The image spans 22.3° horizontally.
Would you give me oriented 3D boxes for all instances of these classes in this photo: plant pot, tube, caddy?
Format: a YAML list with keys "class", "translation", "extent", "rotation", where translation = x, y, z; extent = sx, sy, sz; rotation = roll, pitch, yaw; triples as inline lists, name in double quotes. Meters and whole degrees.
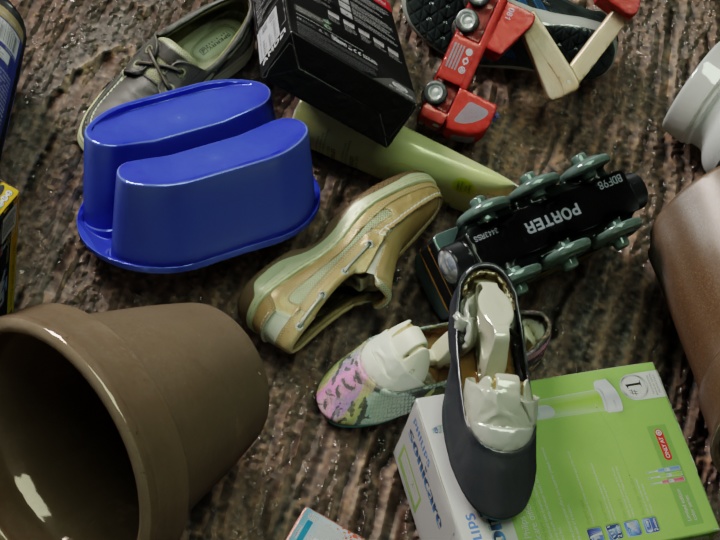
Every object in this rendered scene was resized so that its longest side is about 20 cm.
- class: "plant pot"
  translation: [0.330, 0.029, 1.433]
  extent: [0.198, 0.201, 0.200]
  rotation: [-7, 52, -18]
- class: "plant pot"
  translation: [-0.161, 0.102, 1.273]
  extent: [0.200, 0.201, 0.174]
  rotation: [45, 40, 16]
- class: "tube"
  translation: [0.038, -0.092, 1.508]
  extent: [0.198, 0.052, 0.058]
  rotation: [25, 19, 7]
- class: "caddy"
  translation: [-0.127, -0.066, 1.428]
  extent: [0.198, 0.106, 0.141]
  rotation: [-17, 39, -24]

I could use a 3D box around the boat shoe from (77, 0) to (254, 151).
- class: "boat shoe"
  translation: [-0.158, -0.166, 1.506]
  extent: [0.072, 0.066, 0.201]
  rotation: [37, 55, 14]

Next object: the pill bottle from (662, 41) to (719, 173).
- class: "pill bottle"
  translation: [0.366, -0.103, 1.569]
  extent: [0.199, 0.117, 0.116]
  rotation: [37, 56, 12]

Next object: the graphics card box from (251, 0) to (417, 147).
- class: "graphics card box"
  translation: [-0.025, -0.191, 1.498]
  extent: [0.125, 0.051, 0.201]
  rotation: [28, 24, -23]

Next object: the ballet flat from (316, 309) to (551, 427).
- class: "ballet flat"
  translation: [0.060, 0.064, 1.406]
  extent: [0.198, 0.071, 0.070]
  rotation: [-14, 62, -22]

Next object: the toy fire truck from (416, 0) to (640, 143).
- class: "toy fire truck"
  translation: [0.146, -0.191, 1.556]
  extent: [0.140, 0.049, 0.202]
  rotation: [24, 90, -1]

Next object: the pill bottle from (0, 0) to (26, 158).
- class: "pill bottle"
  translation: [-0.326, -0.120, 1.405]
  extent: [0.110, 0.112, 0.202]
  rotation: [10, 55, -7]

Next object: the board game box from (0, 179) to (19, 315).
- class: "board game box"
  translation: [-0.325, -0.020, 1.285]
  extent: [0.164, 0.201, 0.057]
  rotation: [27, 56, 6]

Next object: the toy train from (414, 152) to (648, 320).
- class: "toy train"
  translation: [0.136, -0.026, 1.459]
  extent: [0.198, 0.114, 0.086]
  rotation: [-23, 81, -27]

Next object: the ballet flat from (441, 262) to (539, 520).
- class: "ballet flat"
  translation: [0.094, 0.078, 1.307]
  extent: [0.072, 0.073, 0.202]
  rotation: [6, 53, -10]

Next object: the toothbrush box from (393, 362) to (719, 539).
- class: "toothbrush box"
  translation: [0.142, 0.162, 1.353]
  extent: [0.198, 0.086, 0.147]
  rotation: [-7, 58, -20]

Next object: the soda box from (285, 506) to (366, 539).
- class: "soda box"
  translation: [-0.061, 0.264, 1.244]
  extent: [0.063, 0.069, 0.201]
  rotation: [28, 54, 6]

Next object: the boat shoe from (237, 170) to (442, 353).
- class: "boat shoe"
  translation: [0.000, 0.000, 1.432]
  extent: [0.199, 0.072, 0.076]
  rotation: [-39, 59, -21]

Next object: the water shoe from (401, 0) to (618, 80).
- class: "water shoe"
  translation: [0.132, -0.220, 1.629]
  extent: [0.198, 0.072, 0.079]
  rotation: [18, 28, -1]
